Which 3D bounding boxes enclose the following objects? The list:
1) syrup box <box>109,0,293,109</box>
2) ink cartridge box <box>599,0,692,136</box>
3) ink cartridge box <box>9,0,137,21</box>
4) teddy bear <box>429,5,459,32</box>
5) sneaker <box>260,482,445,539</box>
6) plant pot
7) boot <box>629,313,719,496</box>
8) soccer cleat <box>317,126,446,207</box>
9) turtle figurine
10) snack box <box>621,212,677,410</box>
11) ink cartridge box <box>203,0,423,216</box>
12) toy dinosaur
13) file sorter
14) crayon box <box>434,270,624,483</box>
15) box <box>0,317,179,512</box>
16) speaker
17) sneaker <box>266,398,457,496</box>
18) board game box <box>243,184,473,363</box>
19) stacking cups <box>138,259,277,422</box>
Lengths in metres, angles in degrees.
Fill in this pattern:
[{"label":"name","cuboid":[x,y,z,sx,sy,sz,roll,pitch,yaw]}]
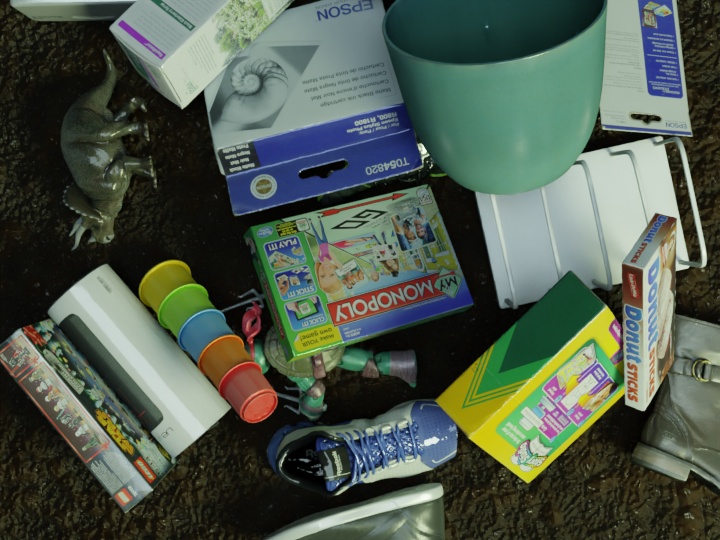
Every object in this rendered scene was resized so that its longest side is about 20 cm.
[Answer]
[{"label":"syrup box","cuboid":[-0.141,-0.264,1.210,0.081,0.079,0.200,40,80,23]},{"label":"ink cartridge box","cuboid":[0.264,-0.219,1.213,0.099,0.039,0.200,4,70,-15]},{"label":"ink cartridge box","cuboid":[-0.273,-0.357,1.236,0.146,0.084,0.200,-2,93,2]},{"label":"teddy bear","cuboid":[0.039,-0.322,1.222,0.145,0.067,0.200,-27,78,-17]},{"label":"sneaker","cuboid":[-0.002,0.289,1.262,0.200,0.071,0.099,-14,87,-3]},{"label":"plant pot","cuboid":[0.132,-0.169,1.139,0.200,0.201,0.161,-12,126,1]},{"label":"boot","cuboid":[0.378,0.141,1.255,0.200,0.069,0.174,21,84,-7]},{"label":"soccer cleat","cuboid":[0.048,-0.116,1.250,0.200,0.068,0.081,-37,93,-1]},{"label":"turtle figurine","cuboid":[-0.048,0.079,1.247,0.200,0.101,0.150,-7,92,-4]},{"label":"snack box","cuboid":[0.270,0.042,1.154,0.024,0.200,0.072,20,53,29]},{"label":"ink cartridge box","cuboid":[-0.054,-0.171,1.222,0.199,0.041,0.200,-15,67,1]},{"label":"toy dinosaur","cuboid":[-0.263,-0.125,1.250,0.102,0.077,0.200,-9,95,-5]},{"label":"file sorter","cuboid":[0.226,-0.047,1.220,0.200,0.125,0.139,-13,92,1]},{"label":"crayon box","cuboid":[0.180,0.109,1.191,0.173,0.200,0.058,-43,58,2]},{"label":"box","cuboid":[-0.268,0.137,1.228,0.040,0.137,0.200,-39,92,5]},{"label":"speaker","cuboid":[-0.223,0.092,1.255,0.081,0.081,0.200,-40,92,2]},{"label":"sneaker","cuboid":[0.001,0.186,1.236,0.199,0.115,0.081,-10,93,1]},{"label":"board game box","cuboid":[0.000,0.000,1.220,0.200,0.029,0.135,-15,77,-23]},{"label":"stacking cups","cuboid":[-0.148,0.067,1.205,0.061,0.061,0.200,-46,51,2]}]
